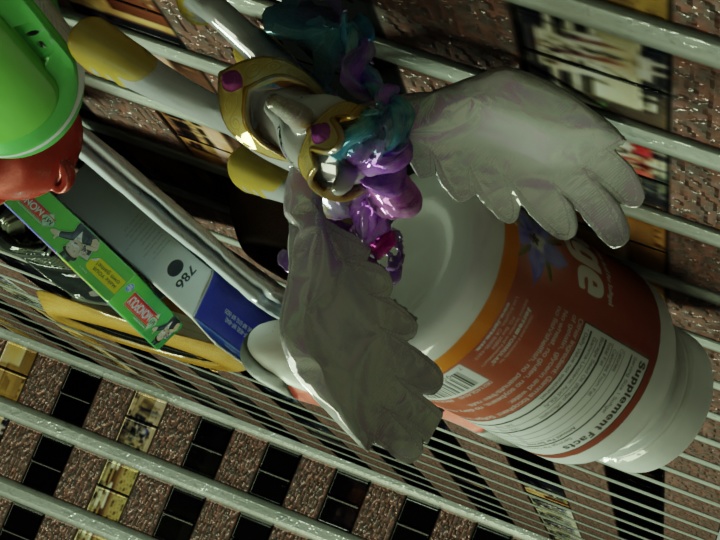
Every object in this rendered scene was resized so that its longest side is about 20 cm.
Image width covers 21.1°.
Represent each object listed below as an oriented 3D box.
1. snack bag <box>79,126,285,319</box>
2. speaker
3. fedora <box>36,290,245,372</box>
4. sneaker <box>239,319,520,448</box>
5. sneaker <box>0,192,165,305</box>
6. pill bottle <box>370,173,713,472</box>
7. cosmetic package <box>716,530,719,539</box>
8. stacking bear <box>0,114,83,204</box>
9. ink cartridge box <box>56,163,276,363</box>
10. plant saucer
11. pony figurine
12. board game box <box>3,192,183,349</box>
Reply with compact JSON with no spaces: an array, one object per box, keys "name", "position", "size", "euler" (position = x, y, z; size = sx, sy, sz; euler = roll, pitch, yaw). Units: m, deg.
[{"name":"snack bag","position":[-0.101,-0.019,1.273],"size":[0.189,0.021,0.200],"euler":[38,178,19]},{"name":"speaker","position":[-0.188,-0.114,0.893],"size":[0.088,0.089,0.200],"euler":[20,170,11]},{"name":"fedora","position":[-0.175,0.026,1.655],"size":[0.200,0.082,0.201],"euler":[16,171,3]},{"name":"sneaker","position":[0.031,0.034,1.153],"size":[0.201,0.067,0.108],"euler":[14,128,5]},{"name":"sneaker","position":[-0.229,-0.026,1.507],"size":[0.199,0.076,0.114],"euler":[31,175,-18]},{"name":"pill bottle","position":[0.091,0.034,1.007],"size":[0.200,0.112,0.112],"euler":[29,169,-36]},{"name":"cosmetic package","position":[0.323,0.266,1.512],"size":[0.101,0.200,0.071],"euler":[26,170,-28]},{"name":"stacking bear","position":[-0.252,-0.079,1.182],"size":[0.200,0.122,0.114],"euler":[0,-171,42]},{"name":"ink cartridge box","position":[-0.124,0.003,1.353],"size":[0.200,0.039,0.099],"euler":[40,179,36]},{"name":"plant saucer","position":[0.000,0.000,1.267],"size":[0.200,0.035,0.200],"euler":[21,170,4]},{"name":"pony figurine","position":[-0.009,-0.040,0.786],"size":[0.193,0.167,0.200],"euler":[39,178,-37]},{"name":"board game box","position":[-0.217,-0.033,1.356],"size":[0.200,0.029,0.135],"euler":[42,175,18]}]
